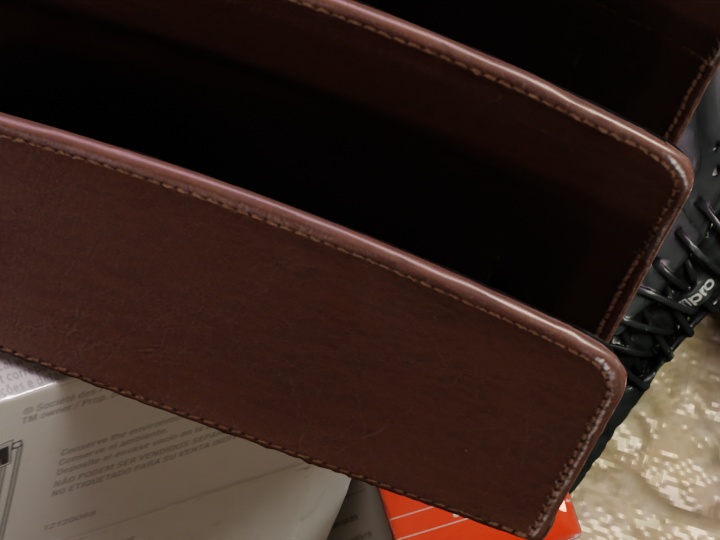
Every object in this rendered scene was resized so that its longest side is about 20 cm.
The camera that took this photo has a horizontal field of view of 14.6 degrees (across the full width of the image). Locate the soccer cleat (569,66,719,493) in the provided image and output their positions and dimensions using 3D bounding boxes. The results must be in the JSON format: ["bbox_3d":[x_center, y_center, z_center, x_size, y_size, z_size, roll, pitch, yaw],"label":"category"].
[{"bbox_3d":[0.101,-0.010,0.940,0.081,0.068,0.200,15,76,40],"label":"soccer cleat"}]

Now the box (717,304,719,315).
[{"bbox_3d":[0.185,0.022,0.982,0.082,0.068,0.200,-11,56,-22],"label":"box"}]

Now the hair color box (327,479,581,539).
[{"bbox_3d":[0.000,0.000,0.882,0.061,0.102,0.200,-16,85,-16],"label":"hair color box"}]

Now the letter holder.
[{"bbox_3d":[-0.020,-0.041,0.675,0.200,0.142,0.101,20,52,-2],"label":"letter holder"}]

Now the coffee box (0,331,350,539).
[{"bbox_3d":[-0.128,0.009,0.827,0.200,0.200,0.198,-15,58,-26],"label":"coffee box"}]
